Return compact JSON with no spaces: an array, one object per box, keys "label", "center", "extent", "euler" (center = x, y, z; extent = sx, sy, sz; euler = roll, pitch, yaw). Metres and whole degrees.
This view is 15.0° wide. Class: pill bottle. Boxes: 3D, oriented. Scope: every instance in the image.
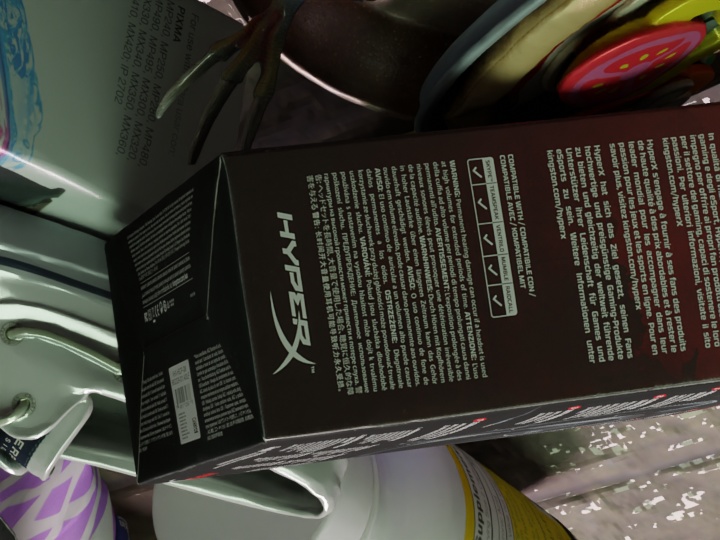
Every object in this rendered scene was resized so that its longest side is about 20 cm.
[{"label":"pill bottle","center":[0.006,0.113,1.054],"extent":[0.111,0.112,0.200],"euler":[-21,148,23]}]

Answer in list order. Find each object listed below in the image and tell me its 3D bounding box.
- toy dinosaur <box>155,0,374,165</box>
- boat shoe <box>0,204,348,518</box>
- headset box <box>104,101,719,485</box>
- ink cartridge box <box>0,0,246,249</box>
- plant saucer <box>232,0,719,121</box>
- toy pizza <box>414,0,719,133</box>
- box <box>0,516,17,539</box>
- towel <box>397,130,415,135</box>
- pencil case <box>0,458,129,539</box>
[{"label":"toy dinosaur","center":[-0.003,-0.128,0.744],"extent":[0.180,0.105,0.201],"euler":[15,103,0]},{"label":"boat shoe","center":[-0.093,0.028,0.811],"extent":[0.199,0.067,0.074],"euler":[10,154,-9]},{"label":"headset box","center":[0.044,0.006,0.750],"extent":[0.199,0.078,0.149],"euler":[-8,174,-17]},{"label":"ink cartridge box","center":[-0.153,-0.057,0.823],"extent":[0.199,0.083,0.145],"euler":[26,148,-34]},{"label":"plant saucer","center":[0.055,-0.116,0.825],"extent":[0.199,0.035,0.201],"euler":[-2,144,-1]},{"label":"toy pizza","center":[0.106,-0.077,0.739],"extent":[0.199,0.032,0.200],"euler":[-28,171,-5]},{"label":"box","center":[-0.173,0.114,0.992],"extent":[0.199,0.044,0.161],"euler":[17,147,46]},{"label":"towel","center":[0.000,0.000,0.958],"extent":[0.199,0.023,0.143],"euler":[-20,155,26]},{"label":"pencil case","center":[-0.148,0.060,1.008],"extent":[0.083,0.086,0.200],"euler":[-3,144,10]}]
